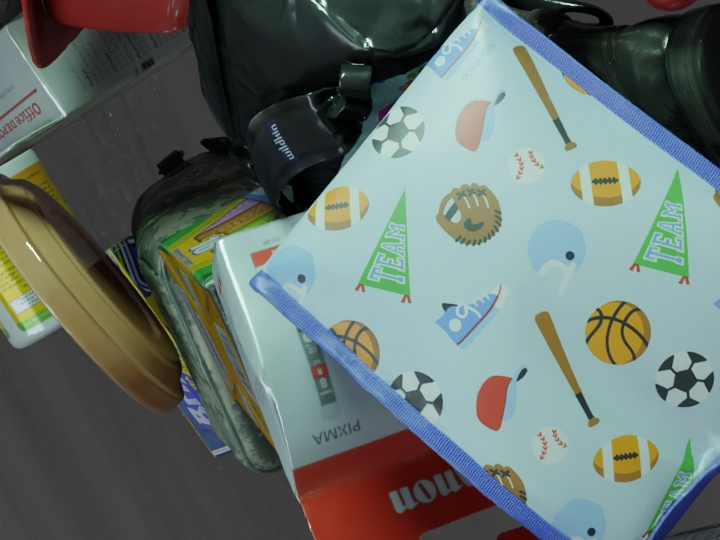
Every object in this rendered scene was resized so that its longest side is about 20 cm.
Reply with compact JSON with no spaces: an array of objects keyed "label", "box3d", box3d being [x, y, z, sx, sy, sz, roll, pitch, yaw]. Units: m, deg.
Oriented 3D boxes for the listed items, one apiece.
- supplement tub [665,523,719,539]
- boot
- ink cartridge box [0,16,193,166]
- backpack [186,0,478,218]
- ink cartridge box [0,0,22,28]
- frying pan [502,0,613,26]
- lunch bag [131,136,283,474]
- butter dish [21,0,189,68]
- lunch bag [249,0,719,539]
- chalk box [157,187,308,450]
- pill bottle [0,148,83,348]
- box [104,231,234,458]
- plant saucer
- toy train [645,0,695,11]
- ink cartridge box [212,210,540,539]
[{"label":"supplement tub","box3d":[0.210,0.215,0.790,0.107,0.107,0.200,53,145,-3]},{"label":"boot","box3d":[0.141,-0.062,0.658,0.173,0.069,0.201,10,137,51]},{"label":"ink cartridge box","box3d":[-0.190,-0.138,0.841,0.115,0.200,0.067,-19,107,52]},{"label":"backpack","box3d":[-0.016,-0.115,0.652,0.168,0.126,0.200,58,162,19]},{"label":"ink cartridge box","box3d":[-0.199,-0.237,0.740,0.040,0.200,0.200,29,137,6]},{"label":"frying pan","box3d":[0.042,-0.169,0.703,0.189,0.031,0.116,-8,120,40]},{"label":"lunch bag","box3d":[-0.078,0.017,0.910,0.168,0.139,0.201,28,144,63]},{"label":"butter dish","box3d":[-0.094,-0.220,0.702,0.147,0.200,0.201,19,140,8]},{"label":"lunch bag","box3d":[0.084,0.014,0.561,0.200,0.170,0.124,39,-178,17]},{"label":"chalk box","box3d":[0.000,0.000,0.776,0.124,0.199,0.126,29,145,65]},{"label":"pill bottle","box3d":[-0.316,-0.042,1.142,0.111,0.111,0.201,-17,108,52]},{"label":"box","box3d":[-0.145,0.057,1.081,0.201,0.064,0.070,55,145,-6]},{"label":"plant saucer","box3d":[-0.184,0.011,0.871,0.201,0.032,0.200,52,178,3]},{"label":"toy train","box3d":[0.153,-0.175,0.544,0.199,0.084,0.117,15,118,40]},{"label":"ink cartridge box","box3d":[0.029,0.055,0.647,0.050,0.161,0.201,108,142,-61]}]
